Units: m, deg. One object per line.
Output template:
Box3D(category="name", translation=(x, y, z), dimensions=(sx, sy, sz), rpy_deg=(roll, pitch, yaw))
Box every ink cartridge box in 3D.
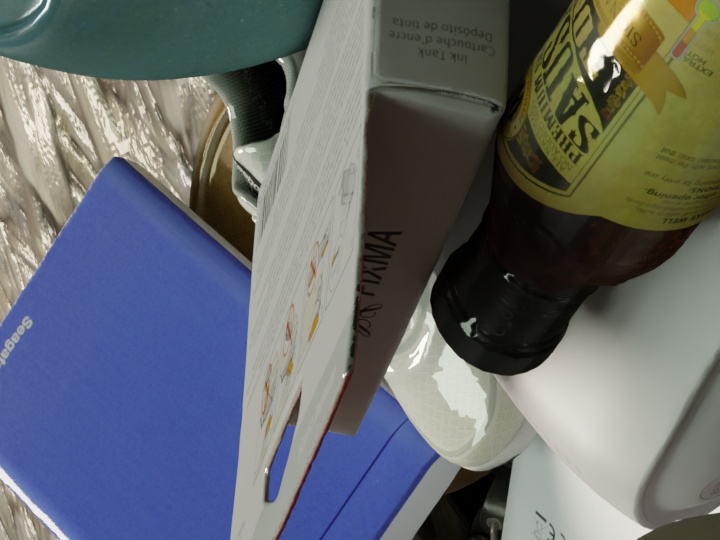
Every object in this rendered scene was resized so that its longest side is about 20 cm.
Box3D(category="ink cartridge box", translation=(0.000, 0.000, 0.755), dimensions=(0.200, 0.043, 0.174), rpy_deg=(113, 162, -58))

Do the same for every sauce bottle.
Box3D(category="sauce bottle", translation=(0.072, -0.038, 0.682), dimensions=(0.066, 0.066, 0.200), rpy_deg=(58, 143, 22))

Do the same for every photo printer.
Box3D(category="photo printer", translation=(0.087, -0.032, 0.786), dimensions=(0.167, 0.069, 0.201), rpy_deg=(57, 143, 30))

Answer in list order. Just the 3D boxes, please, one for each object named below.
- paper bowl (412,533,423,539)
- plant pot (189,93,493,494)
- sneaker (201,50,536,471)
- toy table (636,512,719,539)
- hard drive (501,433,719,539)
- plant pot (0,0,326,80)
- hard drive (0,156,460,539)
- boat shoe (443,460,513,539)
Box3D(category="paper bowl", translation=(-0.017, 0.143, 1.098), dimensions=(0.201, 0.104, 0.201), rpy_deg=(48, 177, 4))
Box3D(category="plant pot", translation=(-0.002, -0.009, 0.994), dimensions=(0.199, 0.027, 0.201), rpy_deg=(8, 102, 42))
Box3D(category="sneaker", translation=(-0.002, -0.017, 0.920), dimensions=(0.075, 0.081, 0.201), rpy_deg=(-38, 72, 39))
Box3D(category="toy table", translation=(0.168, 0.074, 0.692), dimensions=(0.184, 0.117, 0.201), rpy_deg=(-9, 103, 66))
Box3D(category="hard drive", translation=(0.101, 0.074, 0.895), dimensions=(0.132, 0.026, 0.201), rpy_deg=(41, 133, 45))
Box3D(category="plant pot", translation=(-0.081, -0.138, 0.797), dimensions=(0.199, 0.135, 0.201), rpy_deg=(23, 133, 27))
Box3D(category="hard drive", translation=(-0.066, 0.064, 1.003), dimensions=(0.200, 0.025, 0.132), rpy_deg=(40, 101, 32))
Box3D(category="boat shoe", translation=(0.041, 0.072, 1.025), dimensions=(0.201, 0.057, 0.067), rpy_deg=(58, 154, 21))
